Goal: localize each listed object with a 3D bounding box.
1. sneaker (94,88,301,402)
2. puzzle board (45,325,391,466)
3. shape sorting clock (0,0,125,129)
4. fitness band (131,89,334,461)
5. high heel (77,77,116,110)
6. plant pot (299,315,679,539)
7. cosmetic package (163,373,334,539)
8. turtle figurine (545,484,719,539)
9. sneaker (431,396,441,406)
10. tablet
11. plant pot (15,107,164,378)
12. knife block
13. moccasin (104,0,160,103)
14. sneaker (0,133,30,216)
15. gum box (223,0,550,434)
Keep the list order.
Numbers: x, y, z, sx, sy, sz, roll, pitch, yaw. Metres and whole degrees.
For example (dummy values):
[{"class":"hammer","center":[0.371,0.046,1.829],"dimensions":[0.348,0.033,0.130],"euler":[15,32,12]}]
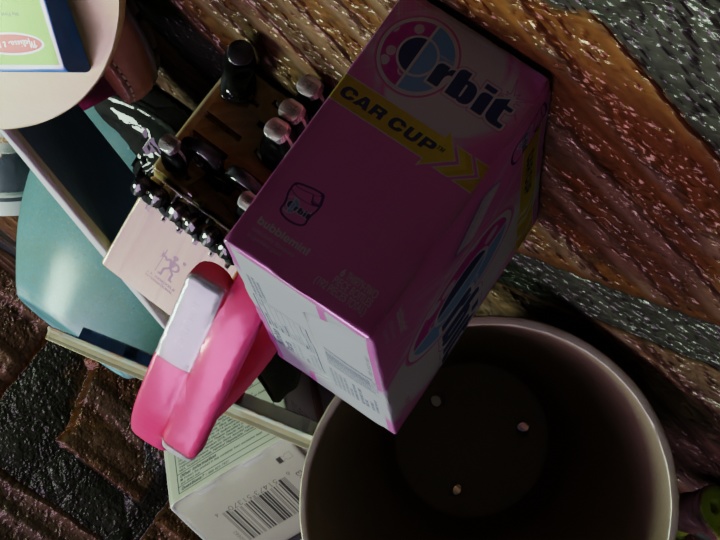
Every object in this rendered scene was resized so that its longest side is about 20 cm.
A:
[{"class":"sneaker","center":[-0.097,-0.020,1.185],"dimensions":[0.199,0.104,0.060],"euler":[37,170,-3]},{"class":"puzzle board","center":[-0.072,0.079,1.206],"dimensions":[0.199,0.017,0.151],"euler":[21,177,25]},{"class":"shape sorting clock","center":[-0.189,-0.149,0.873],"dimensions":[0.199,0.039,0.201],"euler":[15,128,20]},{"class":"fitness band","center":[-0.043,0.005,0.904],"dimensions":[0.037,0.144,0.200],"euler":[33,135,5]},{"class":"high heel","center":[-0.212,-0.150,1.185],"dimensions":[0.095,0.068,0.200],"euler":[-5,-152,-31]},{"class":"plant pot","center":[0.063,0.106,1.080],"dimensions":[0.187,0.188,0.200],"euler":[37,-176,-3]},{"class":"cosmetic package","center":[-0.077,0.095,1.389],"dimensions":[0.087,0.103,0.201],"euler":[48,-162,-36]},{"class":"turtle figurine","center":[0.142,0.159,1.154],"dimensions":[0.161,0.200,0.065],"euler":[-18,102,49]},{"class":"sneaker","center":[0.010,0.067,1.323],"dimensions":[0.114,0.073,0.200],"euler":[41,170,-10]},{"class":"tablet","center":[-0.156,-0.064,1.055],"dimensions":[0.200,0.014,0.131],"euler":[55,-170,-45]},{"class":"plant pot","center":[-0.151,-0.010,1.333],"dimensions":[0.200,0.135,0.200],"euler":[36,170,7]},{"class":"knife block","center":[-0.050,-0.063,1.001],"dimensions":[0.064,0.176,0.200],"euler":[37,-145,1]},{"class":"moccasin","center":[-0.178,-0.146,0.951],"dimensions":[0.201,0.078,0.074],"euler":[42,173,-29]},{"class":"sneaker","center":[-0.262,-0.109,1.449],"dimensions":[0.200,0.078,0.080],"euler":[-135,41,-60]},{"class":"gum box","center":[0.016,-0.013,0.796],"dimensions":[0.066,0.114,0.200],"euler":[33,170,11]}]
